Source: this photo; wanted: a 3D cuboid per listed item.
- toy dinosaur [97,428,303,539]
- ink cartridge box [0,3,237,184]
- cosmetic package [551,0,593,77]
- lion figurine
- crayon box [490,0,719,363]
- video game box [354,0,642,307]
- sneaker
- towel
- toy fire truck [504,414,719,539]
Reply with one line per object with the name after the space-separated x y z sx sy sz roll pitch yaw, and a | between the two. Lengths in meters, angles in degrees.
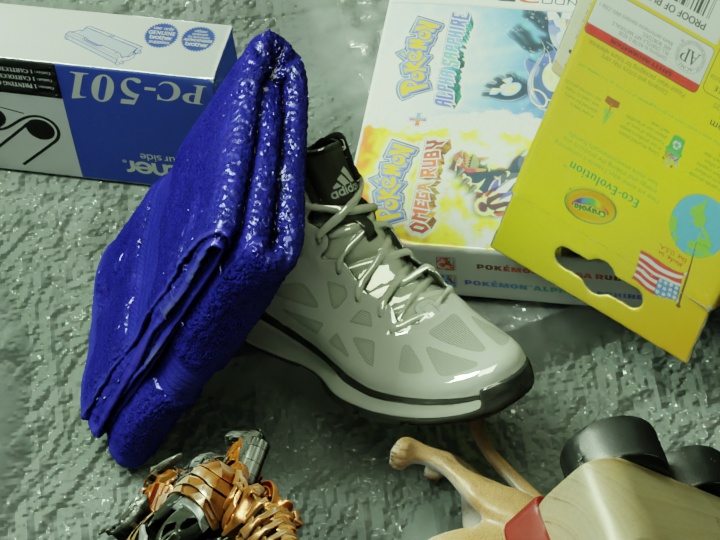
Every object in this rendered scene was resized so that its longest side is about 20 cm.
-0.077 0.131 1.357 0.102 0.200 0.136 29 77 1 | toy dinosaur
-0.164 -0.098 1.596 0.199 0.094 0.044 7 52 12 | ink cartridge box
0.210 -0.089 1.516 0.200 0.073 0.103 42 55 16 | cosmetic package
0.046 0.147 1.383 0.122 0.073 0.200 28 56 22 | lion figurine
0.159 -0.071 1.449 0.127 0.200 0.051 32 25 20 | crayon box
0.092 -0.072 1.573 0.182 0.047 0.200 3 51 11 | video game box
0.000 0.000 1.448 0.076 0.116 0.200 -31 36 -35 | sneaker
-0.087 -0.011 1.449 0.049 0.200 0.148 15 51 -21 | towel
0.115 0.188 1.310 0.200 0.176 0.129 -43 45 26 | toy fire truck
